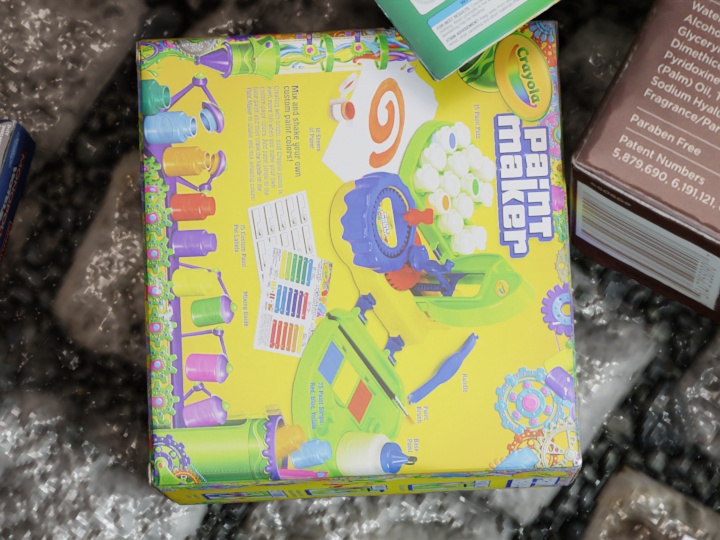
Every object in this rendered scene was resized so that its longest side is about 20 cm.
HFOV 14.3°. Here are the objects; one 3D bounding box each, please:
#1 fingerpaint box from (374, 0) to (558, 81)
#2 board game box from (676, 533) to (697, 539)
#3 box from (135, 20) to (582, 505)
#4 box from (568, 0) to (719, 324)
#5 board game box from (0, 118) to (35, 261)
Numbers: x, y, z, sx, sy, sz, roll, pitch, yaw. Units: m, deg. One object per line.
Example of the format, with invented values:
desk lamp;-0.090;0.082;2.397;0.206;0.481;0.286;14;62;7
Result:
fingerpaint box;0.082;-0.201;1.258;0.199;0.167;0.073;-33;123;12
board game box;0.194;0.254;1.311;0.198;0.043;0.201;26;84;4
box;0.000;0.000;1.313;0.191;0.122;0.201;-2;81;2
box;0.208;-0.076;1.288;0.164;0.166;0.201;28;82;10
board game box;-0.279;0.003;1.352;0.199;0.062;0.201;16;83;5
